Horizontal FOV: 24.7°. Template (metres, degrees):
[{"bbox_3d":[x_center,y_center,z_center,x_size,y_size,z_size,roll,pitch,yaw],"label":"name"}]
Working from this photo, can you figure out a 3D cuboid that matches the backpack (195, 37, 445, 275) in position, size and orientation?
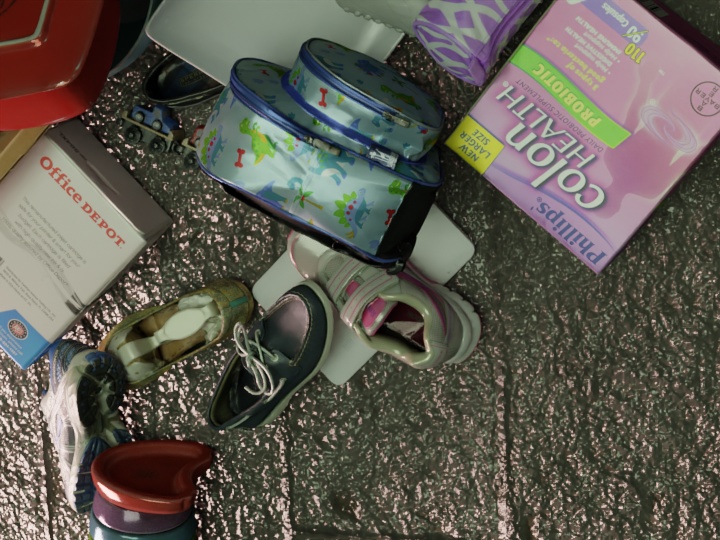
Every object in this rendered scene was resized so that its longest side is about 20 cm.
[{"bbox_3d":[-0.027,-0.114,1.402,0.199,0.183,0.147,23,107,-4],"label":"backpack"}]

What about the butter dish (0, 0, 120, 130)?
[{"bbox_3d":[-0.278,-0.191,1.401,0.199,0.148,0.201,-5,57,20],"label":"butter dish"}]

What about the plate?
[{"bbox_3d":[-0.058,-0.241,1.460,0.199,0.032,0.200,32,103,-21],"label":"plate"}]

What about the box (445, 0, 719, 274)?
[{"bbox_3d":[0.206,-0.133,1.398,0.176,0.097,0.200,42,112,8],"label":"box"}]

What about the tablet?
[{"bbox_3d":[0.000,0.000,1.545,0.130,0.014,0.200,47,111,6],"label":"tablet"}]

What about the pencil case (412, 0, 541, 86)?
[{"bbox_3d":[0.132,-0.247,1.372,0.085,0.084,0.200,36,84,37],"label":"pencil case"}]

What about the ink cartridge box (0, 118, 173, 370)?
[{"bbox_3d":[-0.304,-0.027,1.606,0.146,0.084,0.200,47,111,-1],"label":"ink cartridge box"}]

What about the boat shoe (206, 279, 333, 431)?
[{"bbox_3d":[-0.089,0.084,1.533,0.075,0.062,0.200,58,138,19],"label":"boat shoe"}]

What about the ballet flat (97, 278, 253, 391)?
[{"bbox_3d":[-0.195,0.066,1.601,0.200,0.071,0.071,-27,91,23],"label":"ballet flat"}]

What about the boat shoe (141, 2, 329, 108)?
[{"bbox_3d":[-0.117,-0.203,1.518,0.199,0.066,0.070,-19,94,21],"label":"boat shoe"}]

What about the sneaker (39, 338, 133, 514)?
[{"bbox_3d":[-0.277,0.151,1.644,0.085,0.077,0.201,33,130,37],"label":"sneaker"}]

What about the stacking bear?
[{"bbox_3d":[-0.212,0.281,1.630,0.113,0.122,0.201,6,113,6],"label":"stacking bear"}]

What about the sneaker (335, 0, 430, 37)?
[{"bbox_3d":[0.027,-0.246,1.429,0.200,0.076,0.080,39,117,-23],"label":"sneaker"}]

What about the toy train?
[{"bbox_3d":[-0.143,-0.114,1.563,0.199,0.034,0.046,23,104,14],"label":"toy train"}]

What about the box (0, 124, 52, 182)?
[{"bbox_3d":[-0.339,-0.115,1.570,0.021,0.164,0.200,39,113,-17],"label":"box"}]

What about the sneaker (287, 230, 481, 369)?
[{"bbox_3d":[0.014,0.019,1.488,0.200,0.088,0.082,33,110,12],"label":"sneaker"}]

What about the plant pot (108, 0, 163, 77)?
[{"bbox_3d":[-0.250,-0.273,1.516,0.199,0.135,0.201,4,103,19],"label":"plant pot"}]
